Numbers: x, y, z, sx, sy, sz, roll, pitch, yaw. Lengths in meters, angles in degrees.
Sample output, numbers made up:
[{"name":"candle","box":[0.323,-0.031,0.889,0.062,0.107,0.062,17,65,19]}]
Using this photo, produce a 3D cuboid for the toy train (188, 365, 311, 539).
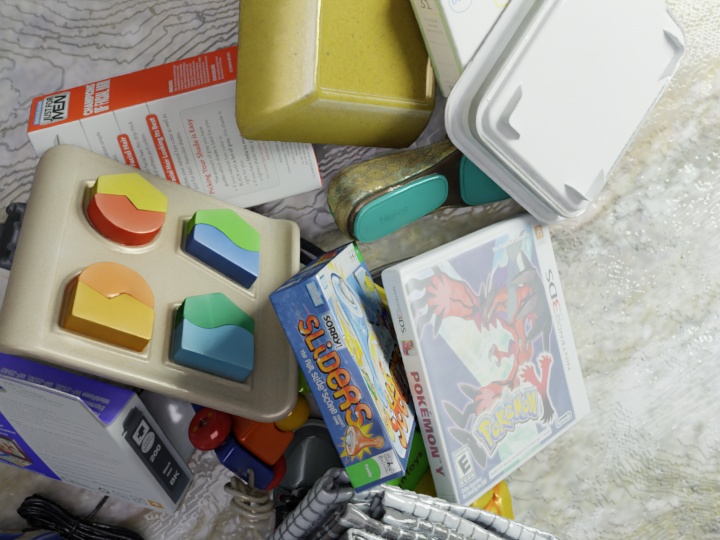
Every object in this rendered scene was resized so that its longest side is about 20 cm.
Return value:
[{"name":"toy train","box":[-0.057,0.102,0.737,0.116,0.200,0.085,-43,130,2]}]

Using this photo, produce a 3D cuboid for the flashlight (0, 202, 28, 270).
[{"name":"flashlight","box":[-0.174,-0.002,0.784,0.199,0.068,0.068,17,130,-30]}]

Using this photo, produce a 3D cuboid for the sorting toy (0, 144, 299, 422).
[{"name":"sorting toy","box":[-0.134,0.001,0.712,0.199,0.186,0.037,17,136,-21]}]

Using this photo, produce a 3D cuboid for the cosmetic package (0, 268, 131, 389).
[{"name":"cosmetic package","box":[-0.258,0.027,0.801,0.199,0.105,0.071,28,96,-7]}]

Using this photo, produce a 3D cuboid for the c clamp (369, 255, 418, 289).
[{"name":"c clamp","box":[0.022,0.074,0.864,0.170,0.027,0.201,-22,96,-5]}]

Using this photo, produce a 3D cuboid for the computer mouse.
[{"name":"computer mouse","box":[-0.185,0.153,0.849,0.109,0.044,0.200,35,94,-5]}]

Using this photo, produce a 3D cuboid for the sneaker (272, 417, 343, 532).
[{"name":"sneaker","box":[-0.046,0.228,0.826,0.083,0.121,0.201,3,97,-3]}]

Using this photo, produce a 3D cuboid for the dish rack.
[{"name":"dish rack","box":[0.170,-0.146,0.788,0.171,0.043,0.200,35,86,-36]}]

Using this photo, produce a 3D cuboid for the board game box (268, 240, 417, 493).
[{"name":"board game box","box":[-0.003,0.056,0.716,0.034,0.200,0.136,-23,95,9]}]

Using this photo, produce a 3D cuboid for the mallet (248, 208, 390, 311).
[{"name":"mallet","box":[0.000,0.000,0.827,0.200,0.041,0.066,37,91,-3]}]

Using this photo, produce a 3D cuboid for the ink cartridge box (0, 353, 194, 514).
[{"name":"ink cartridge box","box":[-0.240,0.099,0.745,0.197,0.200,0.044,13,60,18]}]

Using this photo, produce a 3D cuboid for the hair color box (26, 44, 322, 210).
[{"name":"hair color box","box":[-0.139,-0.098,0.793,0.199,0.064,0.111,-15,128,-2]}]

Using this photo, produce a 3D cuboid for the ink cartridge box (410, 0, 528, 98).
[{"name":"ink cartridge box","box":[0.094,-0.244,0.754,0.145,0.048,0.200,-38,128,-18]}]

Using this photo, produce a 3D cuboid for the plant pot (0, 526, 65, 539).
[{"name":"plant pot","box":[-0.322,0.300,0.778,0.199,0.200,0.181,-4,89,7]}]

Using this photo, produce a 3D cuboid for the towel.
[{"name":"towel","box":[0.031,0.227,0.706,0.199,0.086,0.166,22,133,-18]}]

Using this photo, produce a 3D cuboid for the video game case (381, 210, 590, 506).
[{"name":"video game case","box":[0.106,0.061,0.798,0.023,0.200,0.183,-8,100,43]}]

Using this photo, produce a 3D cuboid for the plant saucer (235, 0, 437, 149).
[{"name":"plant saucer","box":[0.000,-0.192,0.753,0.048,0.200,0.201,9,99,40]}]

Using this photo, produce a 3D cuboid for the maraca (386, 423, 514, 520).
[{"name":"maraca","box":[0.057,0.191,0.812,0.137,0.107,0.200,-57,140,-20]}]

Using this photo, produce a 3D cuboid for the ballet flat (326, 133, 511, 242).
[{"name":"ballet flat","box":[0.064,-0.081,0.823,0.199,0.071,0.071,-20,98,-18]}]
